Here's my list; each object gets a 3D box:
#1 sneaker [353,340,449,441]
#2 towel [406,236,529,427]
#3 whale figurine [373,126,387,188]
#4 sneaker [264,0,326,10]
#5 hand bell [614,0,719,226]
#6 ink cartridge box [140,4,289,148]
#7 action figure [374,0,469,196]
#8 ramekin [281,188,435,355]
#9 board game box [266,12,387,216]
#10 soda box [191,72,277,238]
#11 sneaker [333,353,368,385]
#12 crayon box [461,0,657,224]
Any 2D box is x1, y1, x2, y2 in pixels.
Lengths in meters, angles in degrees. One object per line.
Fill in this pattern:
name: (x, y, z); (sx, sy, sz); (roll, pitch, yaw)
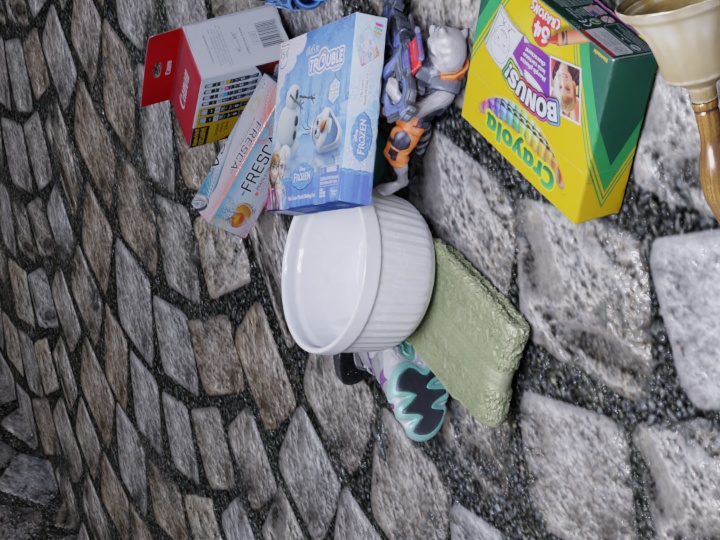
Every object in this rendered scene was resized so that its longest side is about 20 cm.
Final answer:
sneaker: (0.041, 0.123, 1.684); (0.140, 0.077, 0.201); (132, 130, -61)
towel: (0.115, 0.065, 1.528); (0.200, 0.036, 0.149); (47, 135, 45)
whale figurine: (-0.022, -0.169, 1.661); (0.159, 0.103, 0.201); (120, 155, -49)
sneaker: (-0.089, -0.355, 1.704); (0.083, 0.074, 0.200); (66, 162, -8)
hand bell: (0.276, -0.125, 1.092); (0.104, 0.104, 0.201); (19, 131, 60)
ink cartridge box: (-0.193, -0.249, 1.821); (0.200, 0.175, 0.084); (117, 133, -66)
action figure: (0.061, -0.206, 1.492); (0.194, 0.104, 0.201); (127, 150, -50)
ramekin: (0.000, 0.000, 1.563); (0.200, 0.104, 0.202); (-21, 66, 58)
board game box: (-0.041, -0.166, 1.512); (0.200, 0.043, 0.200); (-4, 80, 63)
soda box: (-0.135, -0.147, 1.764); (0.201, 0.063, 0.068); (-59, 37, 10)
sneaker: (-0.021, 0.040, 1.782); (0.104, 0.060, 0.201); (45, 138, 52)
crayon box: (0.178, -0.171, 1.271); (0.200, 0.058, 0.173); (51, 144, 42)
